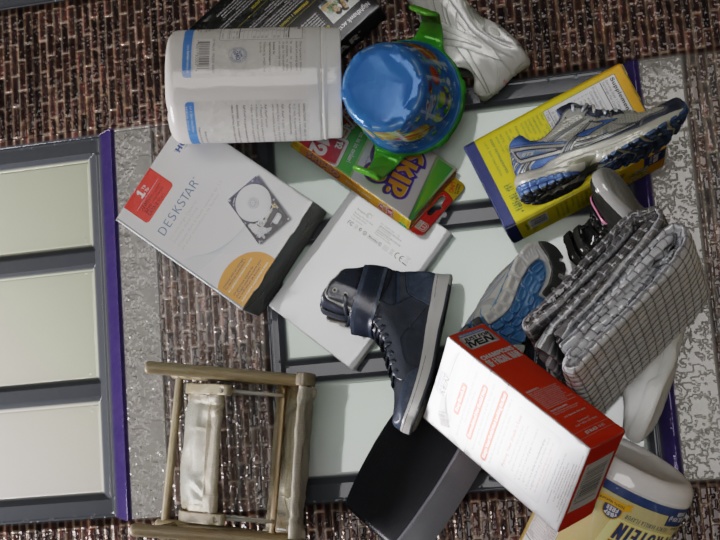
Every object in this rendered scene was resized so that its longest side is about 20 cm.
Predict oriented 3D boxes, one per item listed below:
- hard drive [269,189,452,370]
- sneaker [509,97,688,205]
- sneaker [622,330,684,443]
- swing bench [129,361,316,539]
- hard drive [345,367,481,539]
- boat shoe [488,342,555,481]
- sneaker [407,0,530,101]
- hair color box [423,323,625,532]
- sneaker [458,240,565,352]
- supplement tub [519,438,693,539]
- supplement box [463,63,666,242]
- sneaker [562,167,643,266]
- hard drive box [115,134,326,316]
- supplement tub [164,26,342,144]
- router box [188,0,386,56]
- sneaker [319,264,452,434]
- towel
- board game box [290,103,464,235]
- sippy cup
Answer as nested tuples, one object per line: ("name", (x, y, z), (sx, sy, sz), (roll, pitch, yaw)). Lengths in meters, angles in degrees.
("hard drive", (0.000, 0.000, 1.485), (0.132, 0.026, 0.201), (36, 91, 14))
("sneaker", (0.248, -0.148, 1.316), (0.199, 0.077, 0.086), (-23, 75, 8))
("sneaker", (0.312, 0.091, 1.390), (0.088, 0.075, 0.201), (14, 76, 18))
("swing bench", (-0.149, 0.214, 1.441), (0.198, 0.130, 0.201), (4, 83, 7))
("hard drive", (0.068, 0.217, 1.404), (0.135, 0.042, 0.201), (34, 92, 47))
("boat shoe", (0.185, 0.143, 1.404), (0.090, 0.071, 0.202), (-1, 85, 8))
("sneaker", (0.102, -0.281, 1.476), (0.200, 0.078, 0.099), (43, 96, 14))
("hair color box", (0.163, 0.157, 1.266), (0.200, 0.064, 0.112), (38, 127, 34))
("sneaker", (0.158, 0.059, 1.411), (0.075, 0.087, 0.200), (40, 78, -6))
("supplement tub", (0.252, 0.287, 1.327), (0.144, 0.144, 0.201), (27, 100, 14))
("supplement box", (0.234, -0.130, 1.410), (0.199, 0.109, 0.109), (-27, 78, 8))
("sneaker", (0.264, -0.043, 1.356), (0.099, 0.200, 0.071), (-28, 62, 17))
("hard drive box", (-0.168, -0.065, 1.504), (0.199, 0.077, 0.156), (33, 90, 14))
("supplement tub", (-0.120, -0.214, 1.431), (0.198, 0.132, 0.133), (-1, 82, -1))
("router box", (-0.091, -0.306, 1.530), (0.200, 0.051, 0.149), (-41, 79, 5))
("sneaker", (0.018, 0.083, 1.395), (0.145, 0.077, 0.203), (11, 57, 3))
("towel", (0.269, 0.045, 1.295), (0.200, 0.166, 0.086), (-46, 58, -4))
("board game box", (0.022, -0.130, 1.480), (0.200, 0.030, 0.096), (37, 66, 11))
("sippy cup", (0.041, -0.201, 1.401), (0.139, 0.130, 0.179), (-15, 88, 17))
